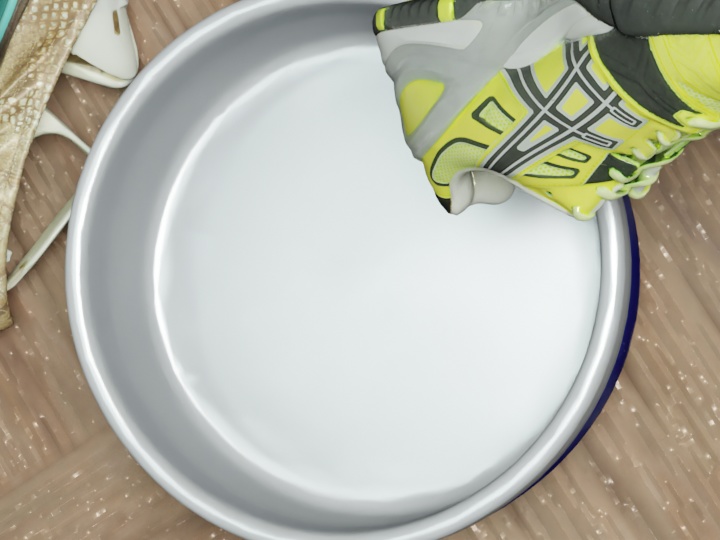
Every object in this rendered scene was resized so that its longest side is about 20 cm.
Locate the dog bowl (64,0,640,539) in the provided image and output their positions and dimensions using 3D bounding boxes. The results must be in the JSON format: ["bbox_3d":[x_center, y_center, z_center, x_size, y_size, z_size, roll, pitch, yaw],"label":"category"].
[{"bbox_3d":[0.000,0.000,0.803,0.200,0.079,0.200,0,88,13],"label":"dog bowl"}]

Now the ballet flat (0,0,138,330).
[{"bbox_3d":[-0.123,-0.067,0.849,0.065,0.071,0.200,22,96,-15],"label":"ballet flat"}]

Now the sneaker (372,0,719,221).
[{"bbox_3d":[0.086,-0.058,0.679,0.200,0.075,0.077,2,107,55],"label":"sneaker"}]
